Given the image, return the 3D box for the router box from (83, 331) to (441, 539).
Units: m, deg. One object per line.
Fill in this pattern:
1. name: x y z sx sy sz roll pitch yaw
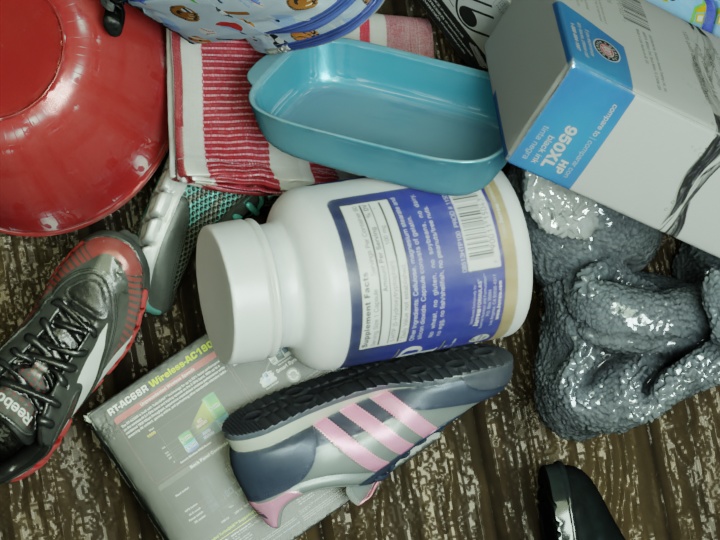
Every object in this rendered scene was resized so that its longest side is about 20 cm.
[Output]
1. router box: -0.067 0.106 1.462 0.199 0.062 0.150 -34 90 -7

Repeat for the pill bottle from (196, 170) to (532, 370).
1. pill bottle: 0.000 0.000 1.387 0.198 0.120 0.121 -9 86 -18

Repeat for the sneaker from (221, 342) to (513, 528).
1. sneaker: 0.011 0.107 1.414 0.198 0.070 0.083 -16 108 -7

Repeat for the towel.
1. towel: -0.036 -0.118 1.460 0.198 0.023 0.145 5 71 -25

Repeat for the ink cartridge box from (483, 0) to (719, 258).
1. ink cartridge box: 0.187 -0.098 1.354 0.199 0.145 0.084 23 121 -18

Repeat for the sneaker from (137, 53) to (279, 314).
1. sneaker: -0.093 -0.058 1.471 0.091 0.078 0.202 22 85 -7

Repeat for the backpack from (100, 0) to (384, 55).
1. backpack: -0.050 -0.229 1.362 0.153 0.190 0.202 23 77 -33

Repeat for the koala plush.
1. koala plush: 0.162 -0.008 1.438 0.183 0.177 0.201 -31 96 5

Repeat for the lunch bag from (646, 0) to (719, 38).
1. lunch bag: 0.221 -0.168 1.467 0.198 0.151 0.095 6 56 2

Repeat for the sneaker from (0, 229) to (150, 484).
1. sneaker: -0.205 0.064 1.411 0.071 0.098 0.201 35 103 0

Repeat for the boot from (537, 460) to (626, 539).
1. boot: 0.214 0.215 1.474 0.161 0.073 0.200 -12 93 -4

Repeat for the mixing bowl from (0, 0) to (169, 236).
1. mixing bowl: -0.225 -0.131 1.422 0.198 0.108 0.202 -2 79 9

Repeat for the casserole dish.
1. casserole dish: 0.020 -0.098 1.393 0.198 0.121 0.039 16 126 18

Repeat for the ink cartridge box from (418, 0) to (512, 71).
1. ink cartridge box: 0.051 -0.234 1.448 0.044 0.094 0.201 -37 89 -25
